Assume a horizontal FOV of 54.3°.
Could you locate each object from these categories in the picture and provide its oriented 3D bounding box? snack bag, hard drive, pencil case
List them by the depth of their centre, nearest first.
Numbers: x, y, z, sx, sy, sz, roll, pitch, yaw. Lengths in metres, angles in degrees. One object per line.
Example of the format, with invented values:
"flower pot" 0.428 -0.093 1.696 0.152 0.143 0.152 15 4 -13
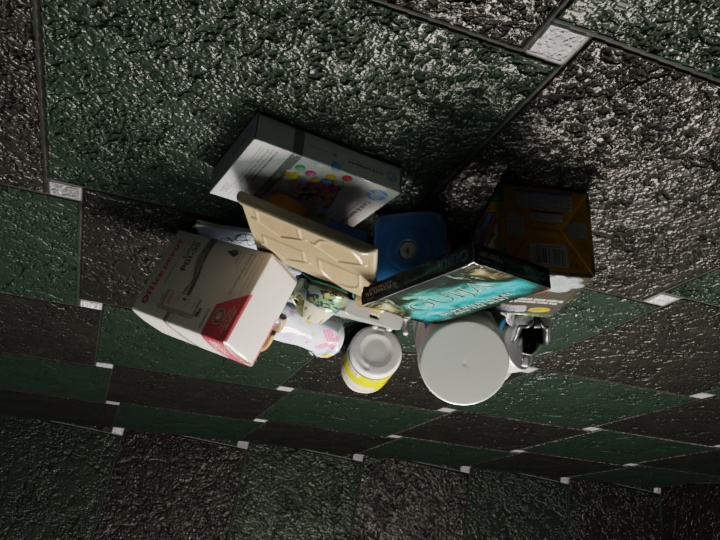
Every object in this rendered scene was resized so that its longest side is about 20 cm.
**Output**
"snack bag" -0.164 -0.024 1.140 0.198 0.022 0.189 8 156 -2
"hard drive" -0.040 0.064 1.220 0.131 0.027 0.199 21 173 -40
"pencil case" -0.126 0.107 1.351 0.199 0.084 0.091 24 127 -36

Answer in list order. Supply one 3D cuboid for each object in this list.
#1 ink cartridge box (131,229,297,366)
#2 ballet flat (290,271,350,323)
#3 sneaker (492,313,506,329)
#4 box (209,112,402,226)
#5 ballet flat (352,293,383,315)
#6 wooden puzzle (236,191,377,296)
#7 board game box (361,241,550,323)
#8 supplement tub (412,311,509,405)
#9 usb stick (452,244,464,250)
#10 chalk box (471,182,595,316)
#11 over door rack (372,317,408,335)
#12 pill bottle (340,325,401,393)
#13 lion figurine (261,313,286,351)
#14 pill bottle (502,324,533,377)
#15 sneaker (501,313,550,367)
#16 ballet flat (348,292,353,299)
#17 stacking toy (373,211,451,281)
"ink cartridge box" -0.215 0.036 1.025 0.199 0.147 0.083 14 157 33
"ballet flat" -0.065 0.047 1.066 0.074 0.075 0.200 10 -178 -14
"sneaker" 0.199 0.125 1.252 0.082 0.073 0.201 29 143 16
"box" -0.072 -0.115 0.894 0.199 0.042 0.156 16 155 -27
"ballet flat" 0.059 0.040 1.102 0.065 0.071 0.200 35 -157 23
"wooden puzzle" -0.058 -0.037 0.915 0.184 0.047 0.200 23 164 10
"board game box" 0.113 0.022 0.869 0.135 0.028 0.199 15 154 -35
"supplement tub" 0.147 0.105 1.066 0.131 0.133 0.200 4 -167 1
"usb stick" 0.193 0.016 1.139 0.055 0.033 0.200 13 160 30
"chalk box" 0.225 -0.015 0.973 0.124 0.125 0.200 5 158 -5
"over door rack" 0.125 0.086 1.288 0.147 0.067 0.200 13 155 -22
"pill bottle" 0.016 0.200 1.510 0.110 0.112 0.200 7 157 -8
"lion figurine" -0.190 0.075 1.155 0.072 0.200 0.123 -2 131 -31
"pill bottle" 0.235 0.170 1.393 0.119 0.121 0.199 23 151 -37
"sneaker" 0.281 0.101 1.202 0.077 0.141 0.200 0 156 7
"ballet flat" 0.000 0.000 1.124 0.068 0.069 0.200 -6 167 -2
"stacking toy" 0.096 -0.007 1.058 0.109 0.117 0.200 -3 167 18
